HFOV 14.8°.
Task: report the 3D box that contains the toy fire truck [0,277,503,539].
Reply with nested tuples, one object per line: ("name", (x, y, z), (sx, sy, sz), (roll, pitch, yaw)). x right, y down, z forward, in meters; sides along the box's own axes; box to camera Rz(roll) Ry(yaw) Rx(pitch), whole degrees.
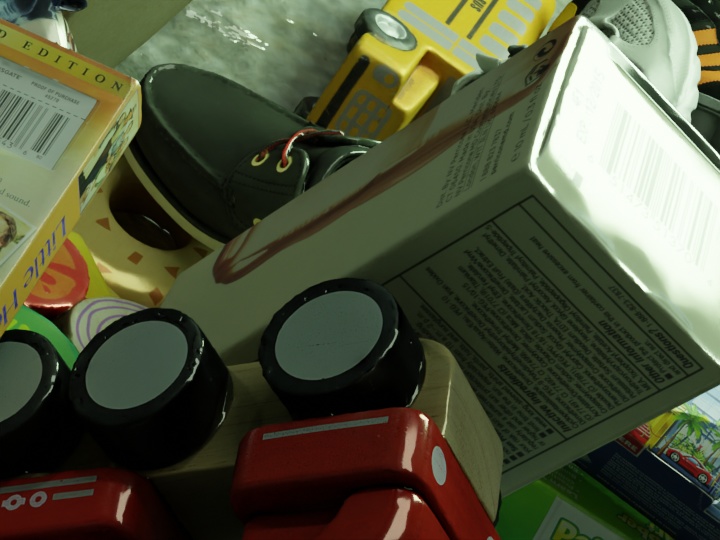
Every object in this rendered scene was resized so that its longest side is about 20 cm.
("toy fire truck", (-0.061, 0.105, 0.807), (0.129, 0.176, 0.200), (61, 29, -44))

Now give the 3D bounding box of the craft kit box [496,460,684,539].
("craft kit box", (0.119, 0.080, 1.164), (0.200, 0.049, 0.198), (33, 25, -3))

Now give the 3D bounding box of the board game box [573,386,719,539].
("board game box", (0.182, 0.023, 1.096), (0.200, 0.062, 0.200), (36, 68, 5))

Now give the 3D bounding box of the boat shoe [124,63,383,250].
("boat shoe", (-0.010, -0.026, 1.038), (0.201, 0.063, 0.074), (36, 51, 26))

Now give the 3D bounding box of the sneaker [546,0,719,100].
("sneaker", (0.171, -0.094, 1.315), (0.200, 0.090, 0.070), (21, -12, 37))

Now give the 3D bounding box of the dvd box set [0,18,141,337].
("dvd box set", (-0.178, -0.008, 0.854), (0.146, 0.029, 0.200), (24, 60, 11))

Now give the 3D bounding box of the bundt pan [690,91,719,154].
("bundt pan", (0.184, -0.003, 1.254), (0.202, 0.076, 0.202), (27, -9, 4))

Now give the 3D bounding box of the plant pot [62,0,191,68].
("plant pot", (-0.143, -0.175, 1.136), (0.200, 0.177, 0.200), (39, 29, 10))

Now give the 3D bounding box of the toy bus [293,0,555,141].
("toy bus", (0.033, -0.100, 1.331), (0.078, 0.065, 0.200), (35, 27, -2))

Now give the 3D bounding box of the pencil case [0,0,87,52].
("pencil case", (-0.193, -0.063, 0.952), (0.200, 0.078, 0.089), (-3, 3, -17))

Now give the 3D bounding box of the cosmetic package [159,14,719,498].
("cosmetic package", (0.025, 0.016, 0.916), (0.103, 0.200, 0.087), (45, 38, -20))

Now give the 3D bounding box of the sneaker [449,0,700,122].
("sneaker", (0.080, -0.067, 1.153), (0.082, 0.075, 0.200), (58, 44, -26))

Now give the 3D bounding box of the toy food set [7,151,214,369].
("toy food set", (-0.103, 0.015, 1.020), (0.200, 0.049, 0.198), (8, 37, -41))
